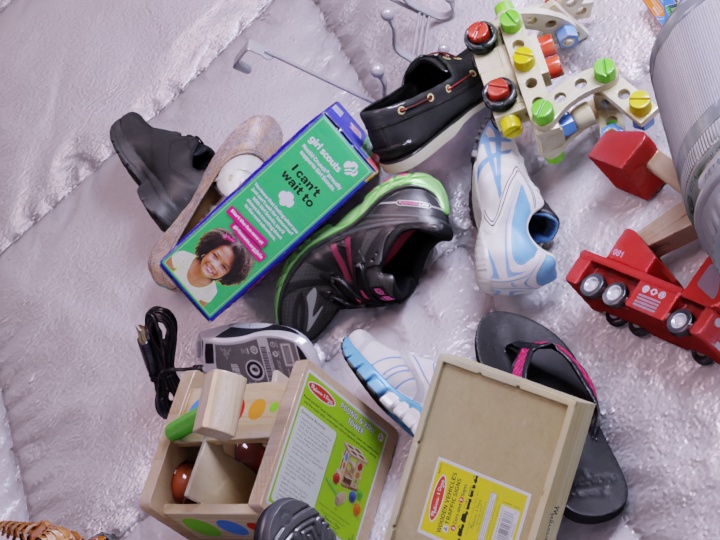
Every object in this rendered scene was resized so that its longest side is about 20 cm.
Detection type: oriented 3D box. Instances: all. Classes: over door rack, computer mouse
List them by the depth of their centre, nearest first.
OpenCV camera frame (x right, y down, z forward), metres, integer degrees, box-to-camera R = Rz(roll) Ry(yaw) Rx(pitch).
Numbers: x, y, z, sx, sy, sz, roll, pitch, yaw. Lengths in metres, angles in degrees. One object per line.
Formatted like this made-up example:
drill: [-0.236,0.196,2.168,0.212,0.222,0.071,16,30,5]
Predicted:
computer mouse: [-0.109,0.082,1.412,0.199,0.111,0.044,-1,21,31]
over door rack: [-0.008,-0.230,1.479,0.067,0.198,0.149,119,164,-55]

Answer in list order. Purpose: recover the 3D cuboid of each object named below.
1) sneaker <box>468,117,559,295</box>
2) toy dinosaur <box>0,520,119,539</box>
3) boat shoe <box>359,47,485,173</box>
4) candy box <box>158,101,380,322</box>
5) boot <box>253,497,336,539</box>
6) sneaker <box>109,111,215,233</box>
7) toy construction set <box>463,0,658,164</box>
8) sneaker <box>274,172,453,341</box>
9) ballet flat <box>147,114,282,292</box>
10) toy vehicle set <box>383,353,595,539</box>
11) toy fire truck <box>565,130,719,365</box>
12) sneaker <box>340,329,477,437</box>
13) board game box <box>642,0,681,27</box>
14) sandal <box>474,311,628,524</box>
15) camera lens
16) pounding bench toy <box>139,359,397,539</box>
sneaker: [0.126,-0.054,1.311,0.072,0.072,0.201,-1,43,1]
toy dinosaur: [-0.275,0.279,1.416,0.136,0.102,0.200,-43,18,-16]
boat shoe: [0.075,-0.162,1.392,0.073,0.063,0.201,-5,29,47]
candy box: [-0.074,-0.057,1.428,0.200,0.077,0.169,-43,4,9]
boot: [-0.094,0.235,1.206,0.199,0.166,0.066,2,34,45]
sneaker: [-0.199,-0.112,1.666,0.091,0.076,0.200,-36,46,1]
toy construction set: [0.163,-0.171,1.329,0.130,0.092,0.201,-19,44,7]
sneaker: [0.000,0.000,1.366,0.200,0.076,0.084,-44,53,25]
ballet flat: [-0.133,-0.059,1.552,0.201,0.068,0.067,-56,28,7]
toy vehicle set: [0.081,0.171,1.122,0.124,0.026,0.202,19,93,40]
toy fire truck: [0.229,-0.022,1.187,0.199,0.049,0.142,25,78,50]
sneaker: [0.062,0.094,1.246,0.087,0.075,0.200,-45,47,-5]
board game box: [0.306,-0.199,1.283,0.103,0.019,0.201,-36,41,14]
sandal: [0.143,0.094,1.156,0.074,0.045,0.201,-10,45,-14]
camera lens: [0.293,-0.101,1.099,0.159,0.160,0.201,-28,45,25]
pounding bench toy: [-0.101,0.140,1.250,0.155,0.200,0.125,-6,55,39]
